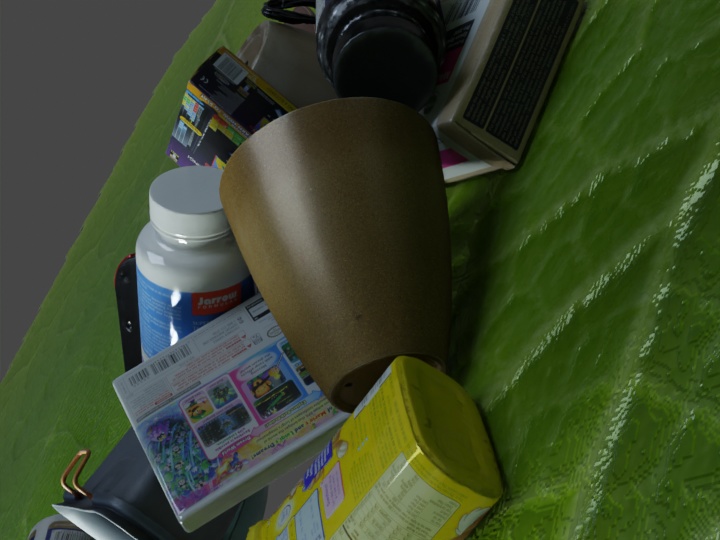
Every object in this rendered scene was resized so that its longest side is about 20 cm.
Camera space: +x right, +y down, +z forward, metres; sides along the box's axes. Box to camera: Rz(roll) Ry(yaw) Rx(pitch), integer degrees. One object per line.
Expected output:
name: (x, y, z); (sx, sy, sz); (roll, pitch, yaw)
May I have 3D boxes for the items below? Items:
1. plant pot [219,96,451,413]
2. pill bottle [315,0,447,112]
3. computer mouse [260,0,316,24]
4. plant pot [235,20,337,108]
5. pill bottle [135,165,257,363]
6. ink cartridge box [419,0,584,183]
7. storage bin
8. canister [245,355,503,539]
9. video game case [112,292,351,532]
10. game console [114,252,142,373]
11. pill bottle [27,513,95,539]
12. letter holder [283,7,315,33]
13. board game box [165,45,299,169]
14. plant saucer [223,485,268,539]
plant pot: (-0.003, 0.003, 1.038); (0.186, 0.185, 0.202); (-44, 49, 40)
pill bottle: (0.016, -0.209, 1.130); (0.112, 0.111, 0.201); (-51, 23, 26)
computer mouse: (-0.004, -0.240, 1.345); (0.059, 0.198, 0.034); (-73, -4, -52)
plant pot: (-0.054, -0.166, 1.377); (0.200, 0.173, 0.201); (-49, 22, 28)
pill bottle: (-0.148, 0.013, 1.207); (0.113, 0.111, 0.202); (-92, 3, -55)
ink cartridge box: (0.091, -0.165, 1.163); (0.200, 0.075, 0.166); (-10, 53, 65)
storage bin: (-0.179, 0.186, 1.186); (0.135, 0.145, 0.200); (-57, 17, -21)
canister: (0.003, 0.174, 0.911); (0.201, 0.086, 0.149); (-53, 21, 19)
video game case: (-0.092, 0.101, 1.103); (0.199, 0.024, 0.182); (-30, 43, -8)
game console: (-0.174, 0.071, 1.350); (0.175, 0.031, 0.203); (-11, 86, 32)
pill bottle: (-0.322, 0.370, 1.415); (0.111, 0.110, 0.201); (-47, 24, 34)
letter holder: (-0.060, -0.222, 1.579); (0.143, 0.100, 0.200); (-54, 21, 14)
board game box: (-0.087, -0.099, 1.273); (0.057, 0.199, 0.165); (-50, -1, -26)
plant saucer: (-0.138, 0.241, 1.241); (0.200, 0.036, 0.201); (-50, 22, 29)
